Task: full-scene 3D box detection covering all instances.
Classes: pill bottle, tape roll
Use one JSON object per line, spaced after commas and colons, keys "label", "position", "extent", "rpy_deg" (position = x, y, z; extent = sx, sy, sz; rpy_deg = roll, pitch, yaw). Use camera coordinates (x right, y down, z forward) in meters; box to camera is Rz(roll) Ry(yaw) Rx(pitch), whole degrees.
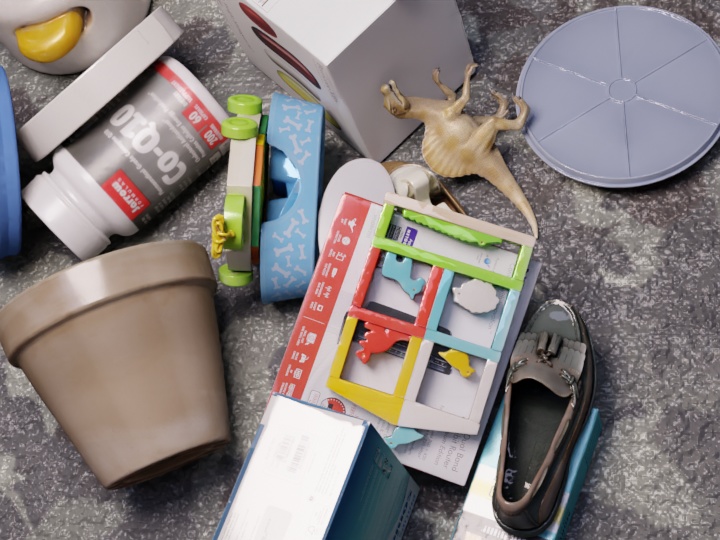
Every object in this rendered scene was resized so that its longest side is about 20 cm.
{"label": "pill bottle", "position": [-0.229, -0.107, 1.211], "extent": [0.200, 0.114, 0.114], "rpy_deg": [-43, 63, -7]}
{"label": "tape roll", "position": [-0.262, -0.187, 1.225], "extent": [0.203, 0.203, 0.037], "rpy_deg": [-42, 105, -6]}

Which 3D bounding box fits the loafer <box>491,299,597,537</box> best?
{"label": "loafer", "position": [0.146, 0.110, 0.982], "extent": [0.072, 0.063, 0.200], "rpy_deg": [6, 66, 19]}

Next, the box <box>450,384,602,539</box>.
{"label": "box", "position": [0.129, 0.200, 1.009], "extent": [0.082, 0.049, 0.200], "rpy_deg": [15, 70, 21]}

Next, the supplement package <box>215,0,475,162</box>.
{"label": "supplement package", "position": [-0.022, -0.245, 1.176], "extent": [0.147, 0.191, 0.200], "rpy_deg": [-45, 62, -7]}

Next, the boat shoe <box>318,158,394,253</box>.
{"label": "boat shoe", "position": [0.000, 0.000, 1.119], "extent": [0.072, 0.066, 0.200], "rpy_deg": [-3, 75, 1]}

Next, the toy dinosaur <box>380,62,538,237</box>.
{"label": "toy dinosaur", "position": [0.109, -0.125, 1.149], "extent": [0.200, 0.058, 0.101], "rpy_deg": [39, 88, -6]}

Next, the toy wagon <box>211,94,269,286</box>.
{"label": "toy wagon", "position": [-0.107, -0.064, 1.109], "extent": [0.040, 0.155, 0.200], "rpy_deg": [3, 25, -3]}

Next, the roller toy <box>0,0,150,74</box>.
{"label": "roller toy", "position": [-0.332, -0.318, 1.321], "extent": [0.182, 0.140, 0.200], "rpy_deg": [26, 75, 24]}

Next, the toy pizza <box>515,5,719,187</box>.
{"label": "toy pizza", "position": [0.247, -0.162, 1.156], "extent": [0.200, 0.032, 0.200], "rpy_deg": [-5, 64, 11]}

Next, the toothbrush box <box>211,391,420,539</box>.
{"label": "toothbrush box", "position": [-0.032, 0.202, 0.967], "extent": [0.085, 0.200, 0.147], "rpy_deg": [15, 71, 21]}

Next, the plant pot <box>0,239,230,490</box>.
{"label": "plant pot", "position": [-0.200, 0.092, 1.086], "extent": [0.200, 0.200, 0.174], "rpy_deg": [-24, 80, 3]}

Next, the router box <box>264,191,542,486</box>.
{"label": "router box", "position": [0.036, 0.057, 1.040], "extent": [0.179, 0.049, 0.200], "rpy_deg": [19, 87, 3]}

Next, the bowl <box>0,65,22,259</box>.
{"label": "bowl", "position": [-0.364, -0.108, 1.211], "extent": [0.039, 0.201, 0.201], "rpy_deg": [-6, 60, -20]}

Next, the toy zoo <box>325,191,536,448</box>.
{"label": "toy zoo", "position": [0.053, 0.049, 1.004], "extent": [0.131, 0.020, 0.200], "rpy_deg": [18, 87, 3]}

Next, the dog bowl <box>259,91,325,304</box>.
{"label": "dog bowl", "position": [-0.062, -0.067, 1.143], "extent": [0.050, 0.111, 0.200], "rpy_deg": [3, 79, 0]}

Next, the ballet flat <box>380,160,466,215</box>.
{"label": "ballet flat", "position": [0.069, -0.047, 1.126], "extent": [0.068, 0.072, 0.200], "rpy_deg": [-30, 61, -10]}
